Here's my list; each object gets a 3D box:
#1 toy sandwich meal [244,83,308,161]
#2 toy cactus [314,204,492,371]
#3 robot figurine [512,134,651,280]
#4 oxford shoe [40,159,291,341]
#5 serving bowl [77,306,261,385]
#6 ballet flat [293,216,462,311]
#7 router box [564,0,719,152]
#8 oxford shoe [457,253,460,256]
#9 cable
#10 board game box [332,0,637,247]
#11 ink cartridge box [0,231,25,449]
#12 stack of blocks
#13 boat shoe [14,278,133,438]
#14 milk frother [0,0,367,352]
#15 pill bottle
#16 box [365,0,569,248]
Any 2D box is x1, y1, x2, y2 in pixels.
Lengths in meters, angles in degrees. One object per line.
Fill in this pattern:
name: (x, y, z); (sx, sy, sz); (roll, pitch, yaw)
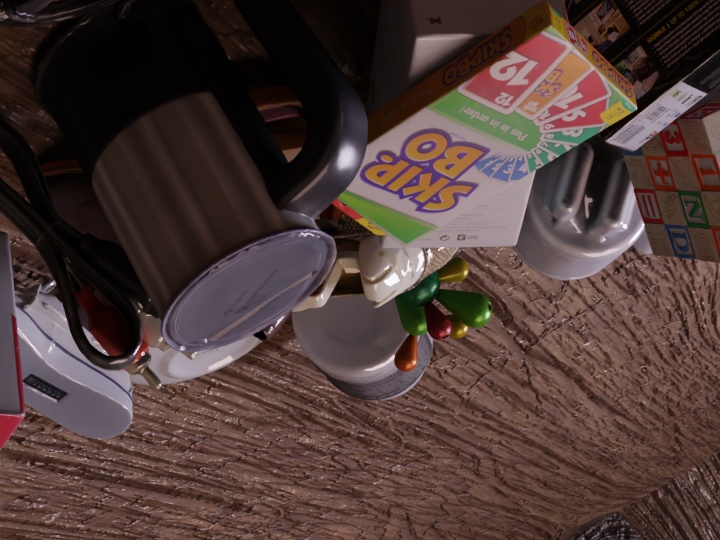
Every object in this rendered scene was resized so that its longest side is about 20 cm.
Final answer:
toy sandwich meal: (-0.095, -0.061, 1.143); (0.204, 0.071, 0.206); (-24, 158, -10)
toy cactus: (0.000, 0.000, 1.234); (0.103, 0.199, 0.165); (-57, 150, 5)
robot figurine: (0.188, -0.055, 1.403); (0.200, 0.168, 0.114); (106, 6, -80)
oxford shoe: (-0.134, -0.015, 1.056); (0.071, 0.198, 0.073); (96, 16, -61)
serving bowl: (-0.134, 0.039, 1.325); (0.199, 0.066, 0.200); (-24, 157, -11)
ballet flat: (-0.019, -0.001, 1.116); (0.198, 0.076, 0.068); (-7, 122, 6)
router box: (0.217, -0.202, 1.092); (0.200, 0.150, 0.051); (-38, 155, 26)
oxford shoe: (0.050, -0.064, 1.334); (0.085, 0.072, 0.200); (-51, 157, -12)
cable: (-0.184, -0.005, 0.988); (0.097, 0.199, 0.050); (-53, -179, -39)
board game box: (0.060, -0.080, 0.976); (0.199, 0.030, 0.095); (-29, 136, 30)
ink cartridge box: (-0.325, 0.077, 1.043); (0.144, 0.146, 0.200); (8, 141, -32)
stack of blocks: (0.247, -0.111, 1.202); (0.058, 0.202, 0.115); (-26, -166, -22)
boat shoe: (-0.246, 0.043, 1.198); (0.074, 0.087, 0.201); (-33, 129, 27)
milk frother: (-0.119, -0.077, 0.916); (0.199, 0.189, 0.181); (-5, 146, -47)
pill bottle: (0.007, 0.057, 1.453); (0.112, 0.114, 0.200); (-28, 164, 1)
box: (0.064, -0.124, 1.043); (0.096, 0.125, 0.201); (-1, 143, -7)
